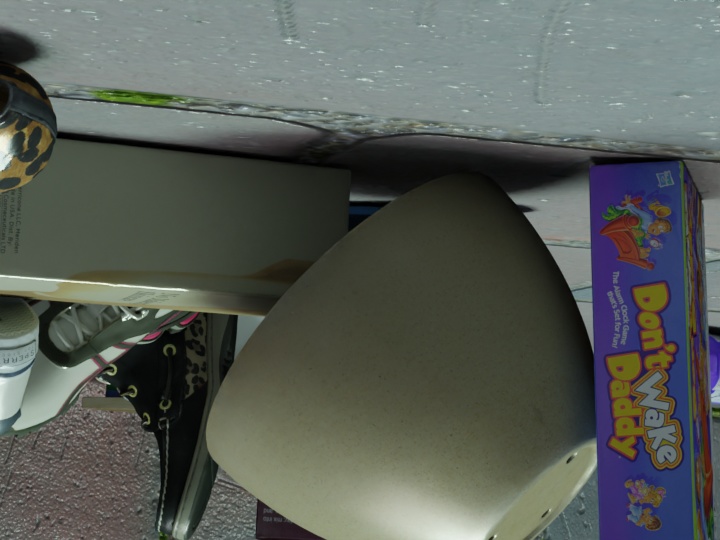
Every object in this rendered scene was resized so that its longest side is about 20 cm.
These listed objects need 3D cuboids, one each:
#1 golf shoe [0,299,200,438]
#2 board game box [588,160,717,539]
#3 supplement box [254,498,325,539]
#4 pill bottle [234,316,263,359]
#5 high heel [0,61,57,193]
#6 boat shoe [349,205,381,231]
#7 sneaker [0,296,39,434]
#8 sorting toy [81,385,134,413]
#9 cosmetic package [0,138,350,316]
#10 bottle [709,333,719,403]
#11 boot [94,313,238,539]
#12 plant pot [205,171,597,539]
[{"bbox_3d":[-0.175,0.030,1.192,0.200,0.077,0.088,-36,174,-33],"label":"golf shoe"},{"bbox_3d":[0.146,0.057,0.934,0.045,0.201,0.134,-3,173,14],"label":"board game box"},{"bbox_3d":[0.011,0.086,1.277,0.103,0.201,0.131,-2,171,37],"label":"supplement box"},{"bbox_3d":[-0.117,0.053,1.442,0.110,0.111,0.200,4,174,-11],"label":"pill bottle"},{"bbox_3d":[-0.220,-0.057,0.717,0.199,0.072,0.143,3,167,-24],"label":"high heel"},{"bbox_3d":[0.000,0.000,1.091,0.199,0.069,0.084,-1,173,31],"label":"boat shoe"},{"bbox_3d":[-0.236,0.019,1.017,0.073,0.071,0.200,-2,-152,-34],"label":"sneaker"},{"bbox_3d":[-0.294,0.188,2.951,0.200,0.070,0.198,-2,172,41],"label":"sorting toy"},{"bbox_3d":[-0.114,-0.020,0.947,0.199,0.071,0.105,5,173,-19],"label":"cosmetic package"},{"bbox_3d":[0.305,0.088,1.782,0.083,0.066,0.200,-1,173,38],"label":"bottle"},{"bbox_3d":[-0.166,0.075,1.288,0.153,0.204,0.074,7,161,-1],"label":"boot"},{"bbox_3d":[0.042,0.070,0.938,0.134,0.200,0.200,45,-169,22],"label":"plant pot"}]
